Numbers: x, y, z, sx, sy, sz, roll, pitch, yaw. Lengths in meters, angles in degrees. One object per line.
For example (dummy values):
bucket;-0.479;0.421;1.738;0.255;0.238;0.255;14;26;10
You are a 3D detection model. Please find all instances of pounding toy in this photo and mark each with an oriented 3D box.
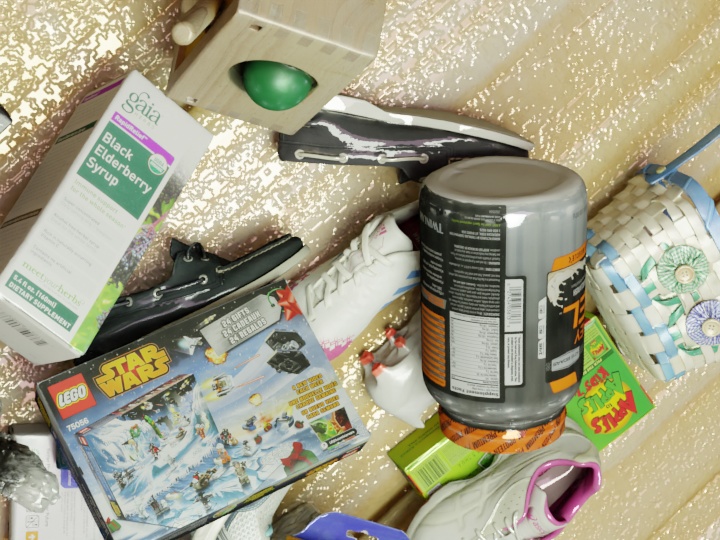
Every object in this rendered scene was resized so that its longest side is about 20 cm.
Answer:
pounding toy;-0.069;-0.191;1.139;0.142;0.184;0.200;16;69;-19

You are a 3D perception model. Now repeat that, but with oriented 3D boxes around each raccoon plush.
raccoon plush;-0.268;0.064;1.201;0.200;0.097;0.134;31;92;3

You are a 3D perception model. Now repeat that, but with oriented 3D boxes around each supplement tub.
supplement tub;0.105;0.025;1.237;0.122;0.123;0.200;-8;112;-16

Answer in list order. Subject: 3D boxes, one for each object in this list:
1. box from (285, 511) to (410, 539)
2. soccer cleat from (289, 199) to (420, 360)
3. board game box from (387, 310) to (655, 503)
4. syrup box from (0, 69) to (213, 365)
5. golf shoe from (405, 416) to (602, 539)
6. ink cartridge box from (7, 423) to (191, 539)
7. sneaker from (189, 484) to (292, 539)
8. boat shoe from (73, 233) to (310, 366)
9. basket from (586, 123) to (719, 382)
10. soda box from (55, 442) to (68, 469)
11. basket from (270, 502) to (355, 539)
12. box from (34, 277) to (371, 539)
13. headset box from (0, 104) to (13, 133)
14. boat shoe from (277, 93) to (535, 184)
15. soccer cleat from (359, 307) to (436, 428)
box;-0.017;0.276;1.188;0.119;0.041;0.200;20;85;-27
soccer cleat;0.000;0.000;1.285;0.200;0.086;0.070;-36;67;-13
board game box;0.133;0.131;1.380;0.200;0.048;0.102;-38;110;-6
syrup box;-0.194;-0.038;1.185;0.079;0.081;0.200;40;63;-23
golf shoe;0.107;0.195;1.313;0.200;0.092;0.075;-45;112;-2
ink cartridge box;-0.172;0.165;1.299;0.200;0.037;0.095;0;100;-15
sneaker;-0.091;0.232;1.215;0.086;0.078;0.200;28;79;13
boat shoe;-0.136;0.010;1.259;0.199;0.075;0.066;-28;92;-5
basket;0.283;-0.013;1.347;0.200;0.139;0.176;-36;109;-7
soda box;-0.125;0.112;1.254;0.200;0.068;0.064;0;81;-17
basket;-0.067;0.294;1.312;0.200;0.123;0.136;-34;110;-7
box;-0.112;0.105;1.192;0.200;0.040;0.137;-23;75;-21
headset box;-0.364;-0.127;1.155;0.149;0.075;0.200;-44;110;-4
boat shoe;0.034;-0.096;1.288;0.200;0.074;0.060;9;99;-16
soccer cleat;0.087;0.039;1.340;0.200;0.069;0.078;-45;115;3
